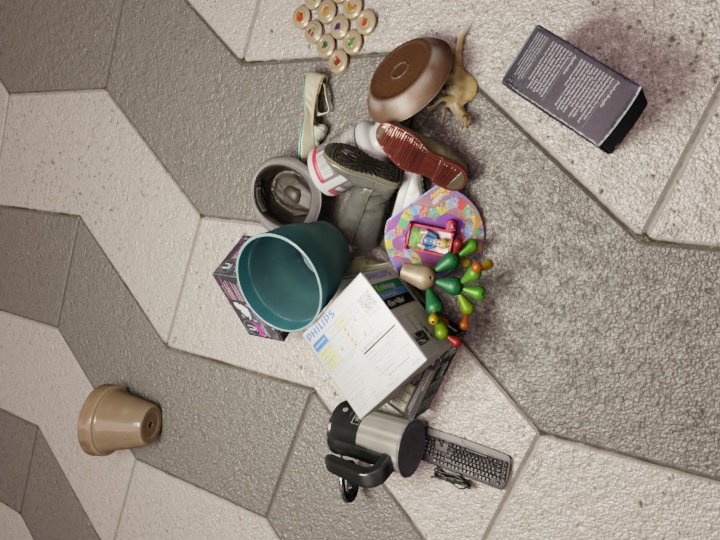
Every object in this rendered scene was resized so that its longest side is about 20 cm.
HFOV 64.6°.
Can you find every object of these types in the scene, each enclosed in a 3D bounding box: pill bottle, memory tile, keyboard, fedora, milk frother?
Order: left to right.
[{"bbox_3d":[-0.155,-0.167,1.297,0.197,0.090,0.180,22,108,20],"label":"fedora"},{"bbox_3d":[-0.060,-0.548,1.243,0.153,0.017,0.201,-46,72,26],"label":"memory tile"},{"bbox_3d":[-0.005,-0.242,1.186,0.198,0.110,0.113,-21,85,31],"label":"pill bottle"},{"bbox_3d":[0.033,0.407,1.224,0.185,0.182,0.202,6,138,36],"label":"milk frother"},{"bbox_3d":[0.204,0.401,1.169,0.197,0.039,0.106,11,100,31],"label":"keyboard"}]

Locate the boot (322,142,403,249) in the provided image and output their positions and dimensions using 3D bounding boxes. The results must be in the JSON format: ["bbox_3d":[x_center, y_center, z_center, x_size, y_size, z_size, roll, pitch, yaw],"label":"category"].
[{"bbox_3d":[-0.016,-0.145,1.163,0.179,0.073,0.201,26,141,-4],"label":"boot"}]

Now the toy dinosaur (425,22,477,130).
[{"bbox_3d":[0.176,-0.364,1.108,0.099,0.058,0.204,-3,88,15],"label":"toy dinosaur"}]

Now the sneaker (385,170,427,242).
[{"bbox_3d":[0.114,-0.150,1.161,0.083,0.073,0.204,14,100,1],"label":"sneaker"}]

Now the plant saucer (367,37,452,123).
[{"bbox_3d":[0.084,-0.377,1.101,0.198,0.037,0.204,-23,50,31],"label":"plant saucer"}]

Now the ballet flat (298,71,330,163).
[{"bbox_3d":[-0.100,-0.338,1.267,0.068,0.069,0.204,8,99,30],"label":"ballet flat"}]

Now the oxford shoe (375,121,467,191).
[{"bbox_3d":[0.119,-0.227,1.098,0.198,0.075,0.071,32,130,-7],"label":"oxford shoe"}]

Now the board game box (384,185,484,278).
[{"bbox_3d":[0.141,-0.063,1.112,0.198,0.039,0.159,-34,97,14],"label":"board game box"}]

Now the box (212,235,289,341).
[{"bbox_3d":[-0.220,0.039,1.286,0.113,0.133,0.202,7,137,30],"label":"box"}]

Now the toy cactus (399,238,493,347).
[{"bbox_3d":[0.151,0.026,1.057,0.162,0.102,0.204,17,89,16],"label":"toy cactus"}]

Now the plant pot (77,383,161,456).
[{"bbox_3d":[-0.677,0.436,1.637,0.171,0.200,0.205,3,97,14],"label":"plant pot"}]

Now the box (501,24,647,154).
[{"bbox_3d":[0.355,-0.293,0.942,0.199,0.147,0.105,41,113,20],"label":"box"}]

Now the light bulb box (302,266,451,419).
[{"bbox_3d":[0.030,0.134,1.095,0.198,0.124,0.201,-46,72,27],"label":"light bulb box"}]

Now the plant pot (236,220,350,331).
[{"bbox_3d":[-0.117,-0.010,1.158,0.197,0.188,0.204,12,118,24],"label":"plant pot"}]

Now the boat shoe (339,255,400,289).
[{"bbox_3d":[0.000,0.000,1.233,0.197,0.072,0.063,-12,92,34],"label":"boat shoe"}]

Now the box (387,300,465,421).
[{"bbox_3d":[0.099,0.174,1.181,0.162,0.086,0.203,31,110,25],"label":"box"}]
